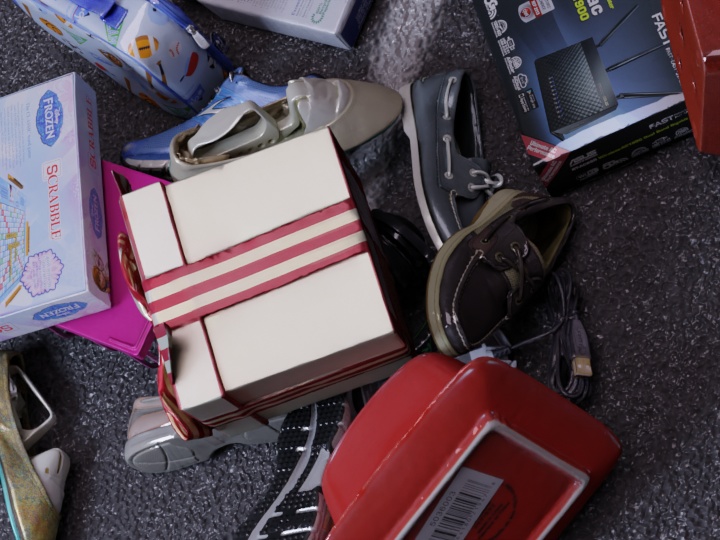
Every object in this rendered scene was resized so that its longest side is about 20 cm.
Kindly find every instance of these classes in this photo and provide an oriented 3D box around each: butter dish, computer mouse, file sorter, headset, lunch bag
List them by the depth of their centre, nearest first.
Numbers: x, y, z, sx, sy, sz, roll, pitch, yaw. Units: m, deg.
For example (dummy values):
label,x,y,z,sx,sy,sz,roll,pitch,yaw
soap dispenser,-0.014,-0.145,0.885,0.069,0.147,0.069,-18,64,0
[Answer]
label,x,y,z,sx,sy,sz,roll,pitch,yaw
butter dish,0.055,0.140,1.355,0.201,0.199,0.148,-51,44,7
computer mouse,0.085,0.078,1.446,0.198,0.044,0.111,-19,60,12
headset,0.000,0.000,1.483,0.122,0.094,0.202,-24,62,4
file sorter,-0.206,-0.003,1.552,0.198,0.125,0.140,18,77,28
lunch bag,-0.208,-0.213,1.617,0.199,0.160,0.076,29,83,30

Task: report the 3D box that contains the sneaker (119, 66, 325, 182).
label,x,y,z,sx,sy,sz,roll,pitch,yaw
sneaker,-0.110,-0.119,1.589,0.198,0.079,0.090,-12,68,9

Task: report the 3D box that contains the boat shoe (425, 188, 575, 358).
label,x,y,z,sx,sy,sz,roll,pitch,yaw
boat shoe,0.108,-0.006,1.401,0.064,0.074,0.200,-10,29,31

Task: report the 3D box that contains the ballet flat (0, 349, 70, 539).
label,x,y,z,sx,sy,sz,roll,pitch,yaw
ballet flat,-0.280,0.150,1.562,0.070,0.071,0.201,-31,61,9

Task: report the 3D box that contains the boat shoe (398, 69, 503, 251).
label,x,y,z,sx,sy,sz,roll,pitch,yaw
boat shoe,0.080,-0.076,1.493,0.061,0.073,0.202,-23,58,17

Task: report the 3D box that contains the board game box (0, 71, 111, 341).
label,x,y,z,sx,sy,sz,roll,pitch,yaw
board game box,-0.303,-0.039,1.512,0.197,0.041,0.202,-16,64,17

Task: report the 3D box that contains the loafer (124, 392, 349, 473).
label,x,y,z,sx,sy,sz,roll,pitch,yaw
loafer,-0.104,0.107,1.502,0.198,0.072,0.063,-18,56,19

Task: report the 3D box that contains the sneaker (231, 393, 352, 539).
label,x,y,z,sx,sy,sz,roll,pitch,yaw
sneaker,-0.037,0.187,1.386,0.073,0.080,0.201,-6,42,33

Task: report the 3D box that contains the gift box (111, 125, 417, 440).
label,x,y,z,sx,sy,sz,roll,pitch,yaw
gift box,-0.077,0.006,1.346,0.185,0.200,0.186,-20,71,5

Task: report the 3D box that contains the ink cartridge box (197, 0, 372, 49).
label,x,y,z,sx,sy,sz,roll,pitch,yaw
ink cartridge box,-0.058,-0.309,1.661,0.198,0.043,0.198,18,79,30

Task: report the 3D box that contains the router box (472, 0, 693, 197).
label,x,y,z,sx,sy,sz,roll,pitch,yaw
router box,0.184,-0.179,1.494,0.149,0.062,0.202,-24,63,11

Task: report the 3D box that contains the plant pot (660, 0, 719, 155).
label,x,y,z,sx,sy,sz,roll,pitch,yaw
plant pot,0.315,-0.188,1.342,0.174,0.200,0.202,-11,65,3

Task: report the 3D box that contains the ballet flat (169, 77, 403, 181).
label,x,y,z,sx,sy,sz,roll,pitch,yaw
ballet flat,-0.063,-0.117,1.495,0.198,0.070,0.070,-22,62,1
